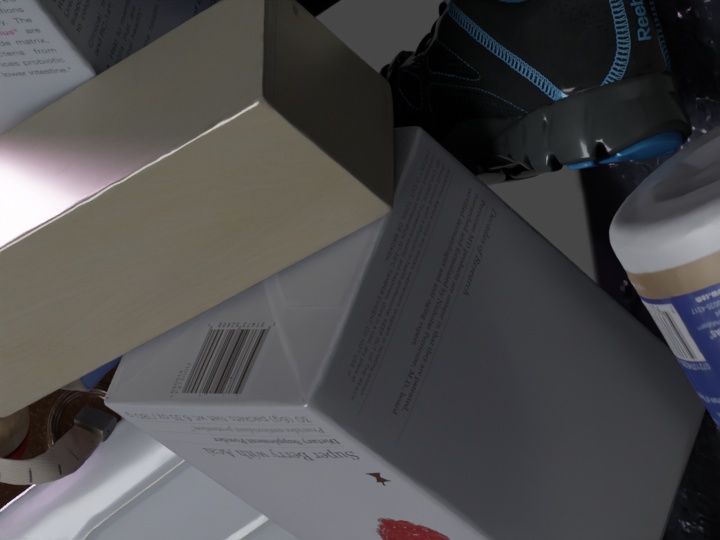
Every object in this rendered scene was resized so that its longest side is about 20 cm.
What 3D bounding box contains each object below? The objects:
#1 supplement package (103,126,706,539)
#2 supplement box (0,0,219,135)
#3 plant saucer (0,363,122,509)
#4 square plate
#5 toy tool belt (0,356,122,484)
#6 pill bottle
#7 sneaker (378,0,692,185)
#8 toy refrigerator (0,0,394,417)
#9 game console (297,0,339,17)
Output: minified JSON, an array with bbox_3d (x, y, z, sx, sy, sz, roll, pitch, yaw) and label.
[{"bbox_3d":[0.024,0.049,1.017,0.121,0.120,0.200,-3,148,46],"label":"supplement package"},{"bbox_3d":[-0.134,-0.115,0.994,0.101,0.104,0.200,0,152,24],"label":"supplement box"},{"bbox_3d":[-0.122,0.073,1.204,0.200,0.200,0.037,46,-178,5],"label":"plant saucer"},{"bbox_3d":[-0.032,0.127,1.158,0.200,0.028,0.198,-37,113,20],"label":"square plate"},{"bbox_3d":[-0.129,-0.017,1.117,0.124,0.200,0.123,21,139,20],"label":"toy tool belt"},{"bbox_3d":[0.182,0.041,0.915,0.111,0.111,0.201,-18,108,52],"label":"pill bottle"},{"bbox_3d":[0.050,-0.074,1.004,0.200,0.073,0.082,-8,91,50],"label":"sneaker"},{"bbox_3d":[-0.087,-0.026,0.966,0.199,0.070,0.076,-28,133,29],"label":"toy refrigerator"},{"bbox_3d":[-0.084,-0.161,1.015,0.200,0.175,0.117,-27,73,53],"label":"game console"}]
